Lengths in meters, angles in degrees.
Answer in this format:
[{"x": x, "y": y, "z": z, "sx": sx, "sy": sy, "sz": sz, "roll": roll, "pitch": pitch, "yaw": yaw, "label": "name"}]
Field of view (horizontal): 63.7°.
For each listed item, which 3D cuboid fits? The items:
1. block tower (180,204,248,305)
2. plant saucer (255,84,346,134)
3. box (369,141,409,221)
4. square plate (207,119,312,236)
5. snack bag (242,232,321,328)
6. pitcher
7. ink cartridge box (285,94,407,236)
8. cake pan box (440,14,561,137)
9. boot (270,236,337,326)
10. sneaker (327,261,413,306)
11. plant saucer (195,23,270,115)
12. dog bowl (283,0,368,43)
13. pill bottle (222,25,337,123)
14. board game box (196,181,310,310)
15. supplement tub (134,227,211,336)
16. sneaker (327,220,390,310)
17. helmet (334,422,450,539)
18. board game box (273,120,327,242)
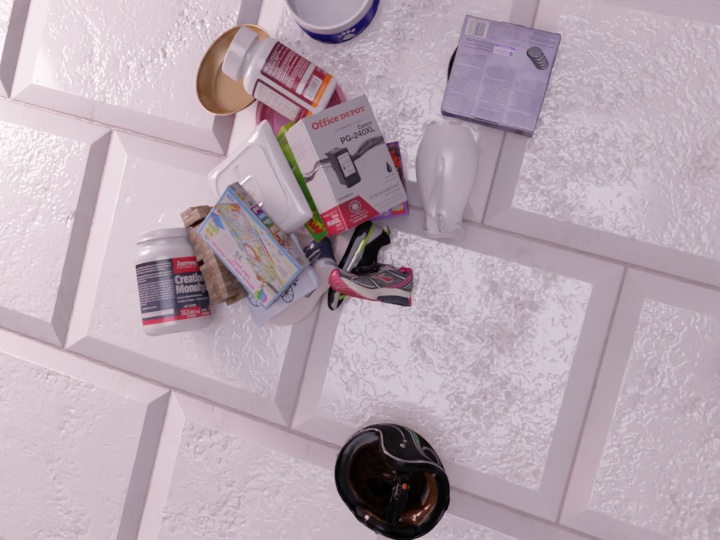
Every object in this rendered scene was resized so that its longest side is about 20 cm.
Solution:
[{"x": -0.292, "y": -0.031, "z": 1.155, "sx": 0.053, "sy": 0.057, "sz": 0.205, "roll": -23, "pitch": 88, "yaw": 33, "label": "block tower"}, {"x": -0.115, "y": -0.305, "z": 1.179, "sx": 0.194, "sy": 0.051, "sz": 0.207, "roll": 0, "pitch": 89, "yaw": 11, "label": "plant saucer"}, {"x": -0.009, "y": -0.165, "z": 1.138, "sx": 0.194, "sy": 0.039, "sz": 0.140, "roll": -8, "pitch": 113, "yaw": 11, "label": "box"}, {"x": -0.200, "y": -0.141, "z": 1.089, "sx": 0.198, "sy": 0.028, "sz": 0.202, "roll": -31, "pitch": 84, "yaw": 34, "label": "square plate"}, {"x": -0.180, "y": -0.014, "z": 1.133, "sx": 0.198, "sy": 0.021, "sz": 0.192, "roll": -33, "pitch": 81, "yaw": 33, "label": "snack bag"}, {"x": 0.153, "y": -0.163, "z": 1.065, "sx": 0.118, "sy": 0.171, "sz": 0.207, "roll": 4, "pitch": 92, "yaw": 16, "label": "pitcher"}, {"x": -0.024, "y": -0.186, "z": 1.026, "sx": 0.143, "sy": 0.083, "sz": 0.204, "roll": -27, "pitch": 97, "yaw": -25, "label": "ink cartridge box"}, {"x": 0.261, "y": -0.371, "z": 1.107, "sx": 0.194, "sy": 0.052, "sz": 0.190, "roll": 15, "pitch": 91, "yaw": 10, "label": "cake pan box"}, {"x": -0.116, "y": 0.023, "z": 1.177, "sx": 0.199, "sy": 0.072, "sz": 0.092, "roll": -42, "pitch": 39, "yaw": 27, "label": "boot"}, {"x": 0.021, "y": 0.018, "z": 1.099, "sx": 0.080, "sy": 0.197, "sz": 0.077, "roll": 10, "pitch": 90, "yaw": 48, "label": "sneaker"}, {"x": -0.251, "y": -0.405, "z": 1.190, "sx": 0.195, "sy": 0.035, "sz": 0.206, "roll": -8, "pitch": 72, "yaw": 24, "label": "plant saucer"}, {"x": -0.058, "y": -0.566, "z": 1.154, "sx": 0.194, "sy": 0.079, "sz": 0.207, "roll": 0, "pitch": 90, "yaw": 10, "label": "dog bowl"}, {"x": -0.149, "y": -0.357, "z": 1.077, "sx": 0.197, "sy": 0.110, "sz": 0.111, "roll": 30, "pitch": 95, "yaw": -10, "label": "pill bottle"}, {"x": -0.202, "y": -0.043, "z": 1.076, "sx": 0.201, "sy": 0.034, "sz": 0.134, "roll": 48, "pitch": 124, "yaw": 0, "label": "board game box"}, {"x": -0.384, "y": 0.024, "z": 1.185, "sx": 0.136, "sy": 0.140, "sz": 0.207, "roll": -8, "pitch": 89, "yaw": 11, "label": "supplement tub"}, {"x": 0.000, "y": 0.000, "z": 1.145, "sx": 0.081, "sy": 0.072, "sz": 0.204, "roll": 24, "pitch": 106, "yaw": -12, "label": "sneaker"}, {"x": 0.055, "y": 0.381, "z": 1.075, "sx": 0.195, "sy": 0.190, "sz": 0.207, "roll": -5, "pitch": 102, "yaw": -27, "label": "helmet"}, {"x": -0.104, "y": -0.166, "z": 1.099, "sx": 0.101, "sy": 0.048, "sz": 0.201, "roll": -34, "pitch": 99, "yaw": 33, "label": "board game box"}]
